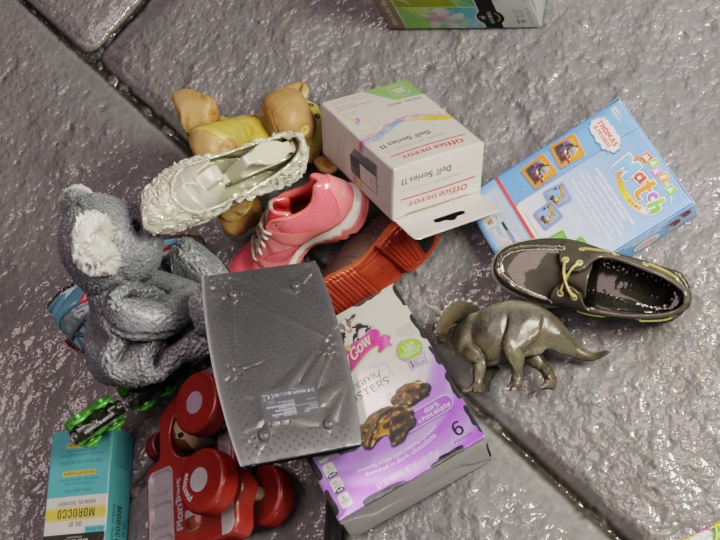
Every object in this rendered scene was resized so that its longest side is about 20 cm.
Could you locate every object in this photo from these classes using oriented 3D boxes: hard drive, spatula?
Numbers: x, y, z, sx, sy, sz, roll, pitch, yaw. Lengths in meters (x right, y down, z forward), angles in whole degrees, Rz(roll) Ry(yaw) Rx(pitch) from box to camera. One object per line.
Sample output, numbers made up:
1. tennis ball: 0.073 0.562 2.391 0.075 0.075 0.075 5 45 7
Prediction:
1. hard drive: -0.081 0.094 1.232 0.133 0.042 0.202 -8 65 -15
2. spatula: -0.028 0.219 1.303 0.056 0.021 0.202 -7 67 12

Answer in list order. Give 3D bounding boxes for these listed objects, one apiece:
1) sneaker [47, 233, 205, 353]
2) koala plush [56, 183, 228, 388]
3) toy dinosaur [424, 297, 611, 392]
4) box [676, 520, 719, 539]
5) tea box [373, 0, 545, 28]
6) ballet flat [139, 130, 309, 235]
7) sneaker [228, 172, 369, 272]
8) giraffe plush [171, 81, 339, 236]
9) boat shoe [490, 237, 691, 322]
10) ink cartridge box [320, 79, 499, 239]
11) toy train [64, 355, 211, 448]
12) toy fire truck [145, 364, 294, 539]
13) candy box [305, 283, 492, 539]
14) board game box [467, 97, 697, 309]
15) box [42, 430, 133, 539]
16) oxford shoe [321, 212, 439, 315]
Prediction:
1. sneaker: -0.260 0.030 1.461 0.199 0.079 0.096 -29 88 1
2. koala plush: -0.251 0.004 1.323 0.183 0.201 0.177 -33 27 -3
3. toy dinosaur: 0.147 0.070 1.258 0.198 0.077 0.104 -6 83 29
4. box: 0.292 0.345 1.063 0.191 0.122 0.201 -27 61 10
5. tea box: 0.117 -0.399 1.441 0.195 0.134 0.202 3 70 23
6. ballet flat: -0.138 -0.100 1.285 0.199 0.072 0.072 -26 56 -26
7. sneaker: -0.087 -0.049 1.383 0.199 0.086 0.074 -35 48 26
8. giraffe plush: -0.110 -0.145 1.425 0.161 0.200 0.174 -22 96 -5
9. boat shoe: 0.227 0.008 1.235 0.199 0.061 0.073 10 91 9
10. ink cartridge box: 0.053 -0.122 1.336 0.116 0.068 0.200 -19 41 -24
11. toy train: -0.238 0.130 1.380 0.199 0.056 0.042 -34 102 -20
12. toy fire truck: -0.170 0.204 1.327 0.167 0.112 0.202 -26 59 31
13. candy box: 0.012 0.141 1.277 0.167 0.072 0.201 -29 61 -4
14. board game box: 0.227 -0.067 1.312 0.199 0.037 0.152 -33 61 8
15. box: -0.302 0.277 1.374 0.081 0.049 0.202 -9 65 18
16. oxford shoe: 0.000 0.000 1.371 0.199 0.071 0.073 -38 30 8
